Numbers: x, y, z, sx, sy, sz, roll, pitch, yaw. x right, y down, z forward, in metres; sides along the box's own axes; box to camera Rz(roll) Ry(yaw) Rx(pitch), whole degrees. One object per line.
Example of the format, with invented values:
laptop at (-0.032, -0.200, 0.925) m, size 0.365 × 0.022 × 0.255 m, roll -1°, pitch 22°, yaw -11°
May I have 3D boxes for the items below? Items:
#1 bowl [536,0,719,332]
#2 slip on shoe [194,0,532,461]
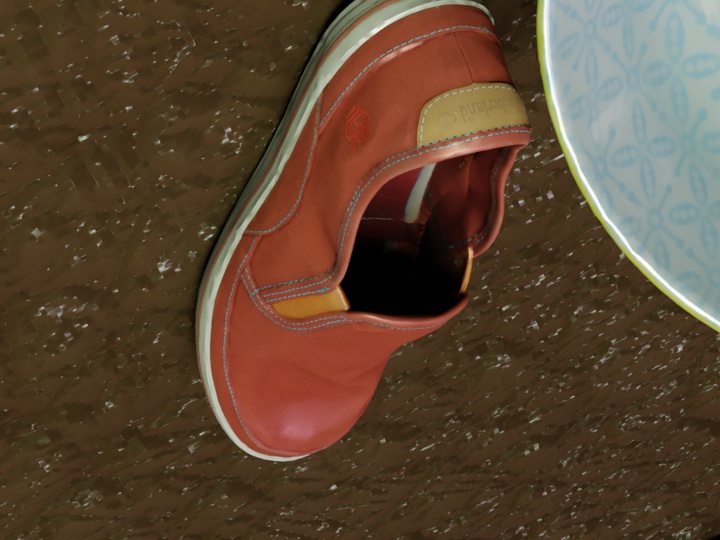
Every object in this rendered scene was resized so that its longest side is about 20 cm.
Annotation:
bowl at (0.154, -0.080, 0.718) m, size 0.200 × 0.200 × 0.108 m, roll -45°, pitch -171°, yaw 26°
slip on shoe at (0.000, 0.000, 0.781) m, size 0.074 × 0.061 × 0.200 m, roll -12°, pitch 147°, yaw -29°
